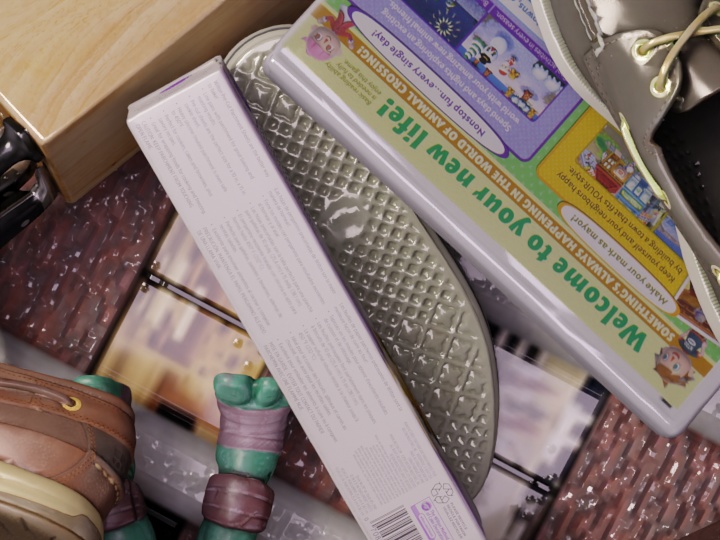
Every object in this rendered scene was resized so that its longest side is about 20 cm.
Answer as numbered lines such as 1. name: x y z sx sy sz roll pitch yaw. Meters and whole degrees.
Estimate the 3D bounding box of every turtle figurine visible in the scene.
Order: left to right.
1. turtle figurine: -0.071 0.141 0.841 0.149 0.101 0.201 2 78 -18

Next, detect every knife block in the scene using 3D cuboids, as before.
1. knife block: -0.102 -0.068 0.838 0.199 0.064 0.176 3 72 3

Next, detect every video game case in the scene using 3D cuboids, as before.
1. video game case: 0.097 -0.073 0.816 0.200 0.022 0.182 42 81 -3

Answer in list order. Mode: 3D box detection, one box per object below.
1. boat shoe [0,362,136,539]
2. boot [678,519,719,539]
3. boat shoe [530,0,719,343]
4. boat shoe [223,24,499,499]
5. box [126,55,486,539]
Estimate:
1. boat shoe: -0.174 0.046 0.805 0.199 0.072 0.068 20 60 9
2. boot: 0.184 0.175 0.839 0.166 0.072 0.200 -43 84 4
3. boat shoe: 0.120 -0.058 0.776 0.072 0.060 0.202 -27 90 -9
4. boat shoe: 0.000 0.000 0.859 0.074 0.062 0.201 -22 101 1
5. box: -0.018 0.020 0.811 0.041 0.039 0.200 -30 103 3
